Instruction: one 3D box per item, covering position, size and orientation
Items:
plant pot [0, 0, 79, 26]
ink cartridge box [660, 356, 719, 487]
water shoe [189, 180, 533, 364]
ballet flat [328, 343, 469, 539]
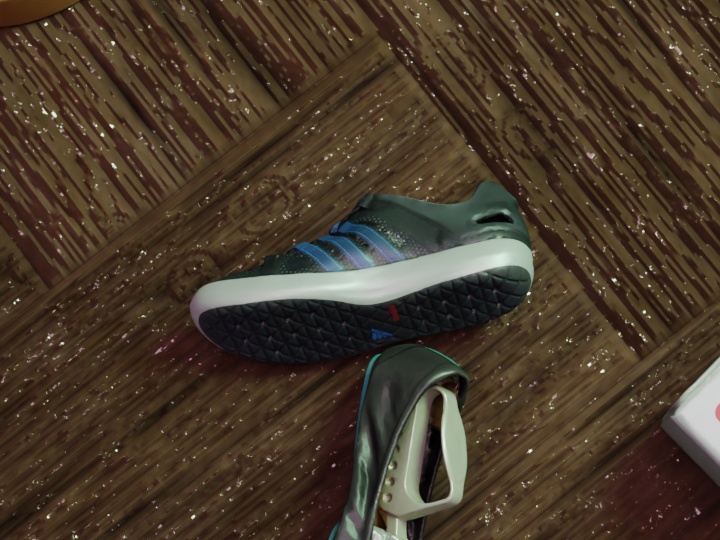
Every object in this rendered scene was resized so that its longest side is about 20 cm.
[{"bbox_3d":[-0.226,-0.257,1.184,0.198,0.140,0.202,0,80,1],"label":"plant pot"},{"bbox_3d":[0.286,0.102,1.132,0.147,0.083,0.200,-43,82,-5],"label":"ink cartridge box"},{"bbox_3d":[0.000,0.000,1.179,0.198,0.072,0.079,-8,53,2],"label":"water shoe"},{"bbox_3d":[0.020,0.139,1.138,0.068,0.068,0.202,4,79,36],"label":"ballet flat"}]
